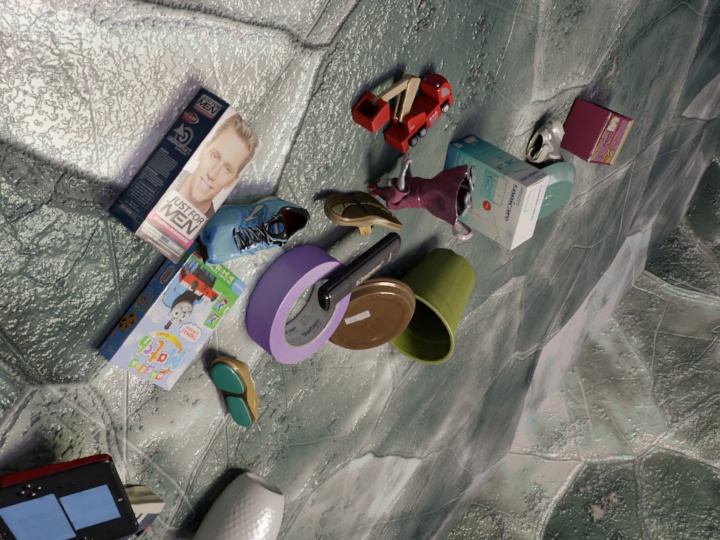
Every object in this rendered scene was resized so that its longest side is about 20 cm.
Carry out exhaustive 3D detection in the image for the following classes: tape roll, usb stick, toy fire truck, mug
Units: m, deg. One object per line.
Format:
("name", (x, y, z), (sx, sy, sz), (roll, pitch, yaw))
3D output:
("tape roll", (-0.104, 0.060, 1.316), (0.199, 0.065, 0.203), (-36, 144, -31))
("usb stick", (0.000, 0.000, 1.319), (0.199, 0.032, 0.056), (-38, 147, -31))
("toy fire truck", (0.078, -0.281, 1.281), (0.200, 0.048, 0.142), (-47, 149, -17))
("mug", (-0.230, 0.495, 1.484), (0.178, 0.146, 0.200), (-61, -179, -7))

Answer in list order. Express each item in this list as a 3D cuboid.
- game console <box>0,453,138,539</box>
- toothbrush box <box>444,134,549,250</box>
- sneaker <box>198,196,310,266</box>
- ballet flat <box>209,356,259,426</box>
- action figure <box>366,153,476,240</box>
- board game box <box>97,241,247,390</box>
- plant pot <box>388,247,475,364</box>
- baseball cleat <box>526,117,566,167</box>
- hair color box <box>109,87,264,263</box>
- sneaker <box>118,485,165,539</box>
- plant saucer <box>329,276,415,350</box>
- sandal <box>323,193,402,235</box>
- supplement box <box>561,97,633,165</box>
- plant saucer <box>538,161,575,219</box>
("game console", (-0.420, 0.341, 1.068), (0.172, 0.031, 0.203), (-10, 134, -10))
("toothbrush box", (0.263, -0.159, 1.519), (0.085, 0.199, 0.149), (-28, 141, -39))
("sneaker", (-0.150, -0.063, 1.089), (0.199, 0.088, 0.080), (-31, 118, -45))
("ballet flat", (-0.213, 0.193, 1.301), (0.202, 0.067, 0.064), (87, 19, -49))
("action figure", (0.106, -0.134, 1.334), (0.134, 0.195, 0.153), (-32, 117, -66))
("board game box", (-0.269, 0.067, 1.107), (0.201, 0.036, 0.151), (-53, 150, -7))
("plant pot", (0.150, 0.057, 1.599), (0.191, 0.197, 0.203), (-50, 152, -36))
("baseball cleat", (0.446, -0.277, 1.828), (0.106, 0.070, 0.202), (-36, 138, -14))
("hair color box", (-0.221, -0.121, 0.980), (0.202, 0.060, 0.100), (-55, 150, -6))
("sneaker", (-0.390, 0.389, 1.192), (0.086, 0.074, 0.200), (-58, 151, -6))
("plant saucer", (0.016, 0.091, 1.460), (0.195, 0.030, 0.203), (-10, 139, -9))
("sandal", (-0.002, -0.092, 1.322), (0.198, 0.081, 0.054), (-4, 138, -53))
("supplement box", (0.603, -0.353, 1.935), (0.198, 0.102, 0.133), (-5, 123, -55))
("plant saucer", (0.455, -0.184, 1.864), (0.196, 0.036, 0.201), (-23, 152, -13))
